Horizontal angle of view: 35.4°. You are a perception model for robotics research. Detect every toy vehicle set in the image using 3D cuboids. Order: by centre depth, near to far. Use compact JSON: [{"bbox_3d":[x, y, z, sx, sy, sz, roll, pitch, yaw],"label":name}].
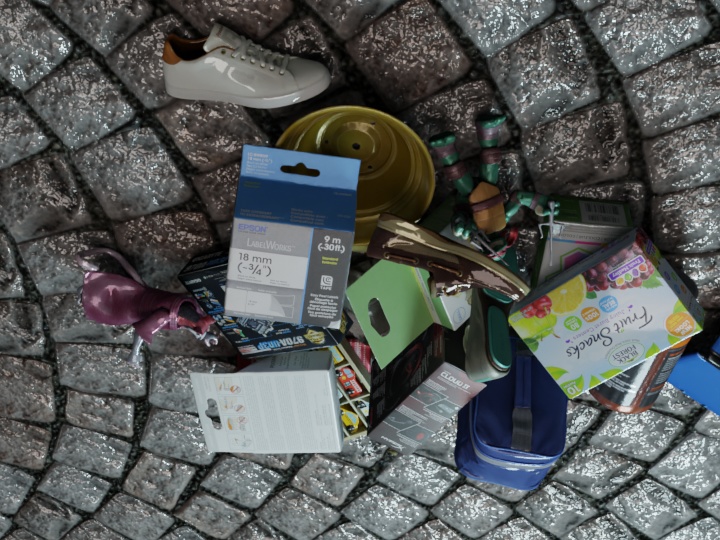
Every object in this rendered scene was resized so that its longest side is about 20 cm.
[{"bbox_3d":[-0.050,0.167,1.633,0.124,0.027,0.200,-22,122,18],"label":"toy vehicle set"}]

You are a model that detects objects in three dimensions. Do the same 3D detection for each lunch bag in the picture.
[{"bbox_3d":[0.212,0.183,1.544,0.136,0.200,0.132,11,147,-6],"label":"lunch bag"}]

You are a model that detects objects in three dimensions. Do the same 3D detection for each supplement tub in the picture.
[{"bbox_3d":[0.379,0.091,1.505,0.107,0.107,0.200,13,129,-5],"label":"supplement tub"}]

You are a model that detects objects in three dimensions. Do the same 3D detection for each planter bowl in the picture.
[{"bbox_3d":[-0.008,-0.133,1.377,0.200,0.084,0.201,3,128,4],"label":"planter bowl"}]

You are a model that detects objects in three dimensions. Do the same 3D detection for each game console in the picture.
[{"bbox_3d":[0.541,0.127,1.575,0.200,0.118,0.171,32,94,-20],"label":"game console"}]

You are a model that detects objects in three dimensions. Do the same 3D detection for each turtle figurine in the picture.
[{"bbox_3d":[0.154,-0.080,1.366,0.101,0.150,0.200,1,114,56],"label":"turtle figurine"}]

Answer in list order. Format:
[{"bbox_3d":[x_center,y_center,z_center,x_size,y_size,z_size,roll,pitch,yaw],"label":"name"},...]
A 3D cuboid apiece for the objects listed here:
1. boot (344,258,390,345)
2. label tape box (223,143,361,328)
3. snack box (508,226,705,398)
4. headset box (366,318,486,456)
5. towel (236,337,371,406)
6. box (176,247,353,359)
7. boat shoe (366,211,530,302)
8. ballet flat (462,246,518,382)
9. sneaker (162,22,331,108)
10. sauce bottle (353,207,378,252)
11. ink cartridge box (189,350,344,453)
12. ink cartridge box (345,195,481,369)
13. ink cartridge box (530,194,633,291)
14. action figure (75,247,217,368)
[{"bbox_3d":[0.000,0.000,1.510,0.131,0.068,0.200,-39,116,16],"label":"boot"},{"bbox_3d":[-0.082,-0.038,1.338,0.144,0.063,0.200,7,118,-4],"label":"label tape box"},{"bbox_3d":[0.306,0.056,1.417,0.200,0.053,0.142,-34,101,31],"label":"snack box"},{"bbox_3d":[0.096,0.134,1.540,0.075,0.149,0.200,29,125,-18],"label":"headset box"},{"bbox_3d":[-0.085,0.150,1.652,0.200,0.022,0.145,2,127,1],"label":"towel"},{"bbox_3d":[-0.129,0.039,1.494,0.200,0.046,0.159,-13,122,44],"label":"box"},{"bbox_3d":[0.102,0.000,1.349,0.200,0.072,0.072,25,90,-3],"label":"boat shoe"},{"bbox_3d":[0.157,0.049,1.423,0.067,0.200,0.064,29,141,-29],"label":"ballet flat"},{"bbox_3d":[-0.135,-0.241,1.309,0.200,0.073,0.085,2,131,6],"label":"sneaker"},{"bbox_3d":[-0.033,-0.058,1.455,0.200,0.065,0.065,6,129,3],"label":"sauce bottle"},{"bbox_3d":[-0.130,0.190,1.613,0.200,0.047,0.160,-1,126,8],"label":"ink cartridge box"},{"bbox_3d":[0.085,0.020,1.435,0.048,0.200,0.146,21,145,45],"label":"ink cartridge box"},{"bbox_3d":[0.281,0.002,1.472,0.104,0.059,0.200,6,129,1],"label":"ink cartridge box"},{"bbox_3d":[-0.272,0.045,1.518,0.200,0.134,0.149,8,108,32],"label":"action figure"}]
